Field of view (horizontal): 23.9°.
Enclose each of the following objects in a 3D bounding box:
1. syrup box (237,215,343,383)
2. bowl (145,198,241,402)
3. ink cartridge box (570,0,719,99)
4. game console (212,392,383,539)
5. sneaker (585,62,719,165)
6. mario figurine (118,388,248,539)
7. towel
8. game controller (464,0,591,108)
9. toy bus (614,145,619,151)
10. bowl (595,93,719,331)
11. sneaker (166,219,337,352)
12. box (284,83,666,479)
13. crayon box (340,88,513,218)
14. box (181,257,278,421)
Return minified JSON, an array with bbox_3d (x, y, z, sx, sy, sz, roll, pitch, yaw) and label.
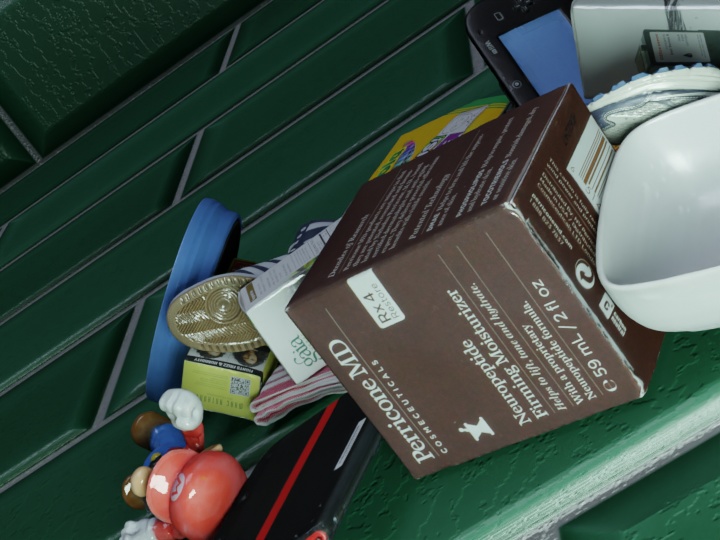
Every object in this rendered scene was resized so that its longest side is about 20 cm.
[{"bbox_3d":[0.000,0.000,1.432,0.199,0.079,0.081,-36,16,0],"label":"syrup box"},{"bbox_3d":[-0.157,0.032,1.630,0.201,0.039,0.202,16,-90,-89],"label":"bowl"},{"bbox_3d":[0.282,-0.197,1.324,0.199,0.085,0.146,6,34,29],"label":"ink cartridge box"},{"bbox_3d":[-0.044,0.164,1.232,0.177,0.031,0.200,-36,16,37],"label":"game console"},{"bbox_3d":[0.248,-0.099,1.198,0.198,0.086,0.077,-8,-8,5],"label":"sneaker"},{"bbox_3d":[-0.162,0.163,1.369,0.106,0.124,0.200,-29,11,-16],"label":"mario figurine"},{"bbox_3d":[-0.002,0.054,1.482,0.146,0.030,0.200,-23,20,38],"label":"towel"},{"bbox_3d":[0.173,-0.174,1.489,0.104,0.201,0.042,-21,-32,-17],"label":"game controller"},{"bbox_3d":[0.221,-0.085,1.328,0.078,0.065,0.200,-29,19,23],"label":"toy bus"},{"bbox_3d":[0.256,-0.040,1.083,0.198,0.075,0.201,-16,33,26],"label":"bowl"},{"bbox_3d":[-0.076,0.011,1.529,0.198,0.071,0.109,-17,19,-1],"label":"sneaker"},{"bbox_3d":[0.092,0.009,1.176,0.199,0.166,0.165,-25,21,35],"label":"box"},{"bbox_3d":[0.073,-0.083,1.621,0.172,0.058,0.200,-21,24,42],"label":"crayon box"},{"bbox_3d":[-0.107,0.060,1.572,0.075,0.050,0.200,12,28,5],"label":"box"}]
